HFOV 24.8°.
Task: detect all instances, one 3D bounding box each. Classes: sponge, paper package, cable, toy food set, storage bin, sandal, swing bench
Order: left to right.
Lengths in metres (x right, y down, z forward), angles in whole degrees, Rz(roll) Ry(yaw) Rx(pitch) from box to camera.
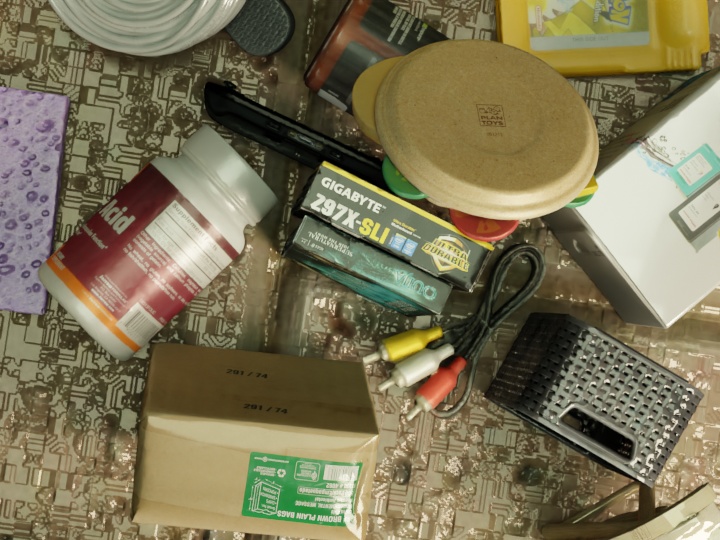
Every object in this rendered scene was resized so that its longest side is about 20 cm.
[{"bbox_3d":[-0.328,-0.065,1.475,0.111,0.030,0.201,6,89,-5],"label":"sponge"},{"bbox_3d":[-0.187,-0.291,1.445,0.199,0.069,0.200,-4,100,16],"label":"cable"},{"bbox_3d":[-0.132,-0.281,1.491,0.076,0.043,0.200,-31,92,16],"label":"sandal"},{"bbox_3d":[-0.092,0.145,1.408,0.199,0.191,0.104,6,106,-6],"label":"paper package"},{"bbox_3d":[0.103,0.061,1.501,0.200,0.050,0.097,-37,91,-4],"label":"cable"},{"bbox_3d":[0.103,-0.114,1.369,0.200,0.049,0.198,-12,58,-22],"label":"toy food set"},{"bbox_3d":[0.200,0.109,1.434,0.135,0.200,0.094,30,88,-4],"label":"storage bin"},{"bbox_3d":[0.277,0.293,1.439,0.130,0.200,0.199,-31,92,-5],"label":"swing bench"}]

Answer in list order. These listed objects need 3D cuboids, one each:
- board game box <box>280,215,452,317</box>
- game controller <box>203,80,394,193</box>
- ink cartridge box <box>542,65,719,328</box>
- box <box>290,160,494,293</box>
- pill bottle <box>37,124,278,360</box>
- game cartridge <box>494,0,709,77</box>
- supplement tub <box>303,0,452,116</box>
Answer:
[{"bbox_3d":[0.000,0.000,1.417,0.135,0.200,0.028,26,85,-3],"label":"board game box"},{"bbox_3d":[-0.048,-0.119,1.464,0.200,0.104,0.042,25,85,-5],"label":"game controller"},{"bbox_3d":[0.287,-0.066,1.473,0.200,0.147,0.146,-39,93,-4],"label":"ink cartridge box"},{"bbox_3d":[0.023,-0.036,1.421,0.159,0.200,0.049,28,88,-4],"label":"box"},{"bbox_3d":[-0.176,-0.027,1.446,0.200,0.114,0.114,-44,93,-5],"label":"pill bottle"},{"bbox_3d":[0.223,-0.270,1.528,0.199,0.032,0.177,-4,90,-4],"label":"game cartridge"},{"bbox_3d":[0.056,-0.161,1.473,0.200,0.107,0.107,31,86,-5],"label":"supplement tub"}]
